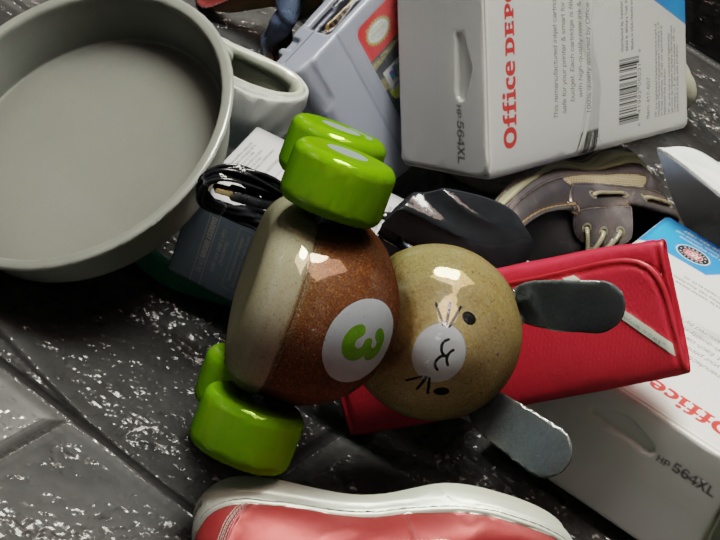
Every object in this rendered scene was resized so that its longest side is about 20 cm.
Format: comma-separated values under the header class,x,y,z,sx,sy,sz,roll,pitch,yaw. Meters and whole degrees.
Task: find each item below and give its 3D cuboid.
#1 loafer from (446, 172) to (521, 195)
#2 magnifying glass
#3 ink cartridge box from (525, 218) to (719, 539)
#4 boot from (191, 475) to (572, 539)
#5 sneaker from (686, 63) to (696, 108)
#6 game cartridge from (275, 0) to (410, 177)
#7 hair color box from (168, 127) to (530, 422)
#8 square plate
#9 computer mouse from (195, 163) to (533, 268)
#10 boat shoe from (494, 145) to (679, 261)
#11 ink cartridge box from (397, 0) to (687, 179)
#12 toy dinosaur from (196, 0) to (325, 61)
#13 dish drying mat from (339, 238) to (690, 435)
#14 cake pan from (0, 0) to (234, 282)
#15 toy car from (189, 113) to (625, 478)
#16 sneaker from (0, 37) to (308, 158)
class,x,y,z,sx,sy,sz,roll,pitch,yaw
loafer,0.070,-0.124,1.561,0.075,0.069,0.200,-9,43,-38
magnifying glass,-0.053,0.012,1.336,0.199,0.022,0.080,32,34,12
ink cartridge box,0.187,0.067,1.320,0.146,0.085,0.200,33,35,18
boot,0.018,0.174,1.100,0.199,0.073,0.145,4,36,-11
sneaker,0.174,-0.131,1.623,0.199,0.070,0.094,22,49,-41
game cartridge,0.036,-0.152,1.468,0.041,0.133,0.200,25,65,40
hair color box,0.000,0.000,1.312,0.199,0.061,0.099,26,34,8
square plate,0.282,-0.002,1.430,0.198,0.028,0.200,39,-3,20
computer mouse,0.004,-0.023,1.245,0.199,0.059,0.034,9,54,-15
boat shoe,0.145,-0.030,1.463,0.073,0.075,0.200,37,37,24
ink cartridge box,0.120,-0.151,1.455,0.199,0.147,0.084,-15,19,-41
toy dinosaur,-0.031,-0.211,1.524,0.199,0.182,0.105,31,34,16
dish drying mat,0.078,0.038,1.227,0.199,0.077,0.018,-12,4,19
cake pan,-0.162,-0.076,1.292,0.199,0.037,0.201,-10,55,14
toy car,0.032,0.034,1.163,0.199,0.165,0.158,20,11,-7
sneaker,-0.132,-0.101,1.371,0.199,0.116,0.074,7,37,-18
